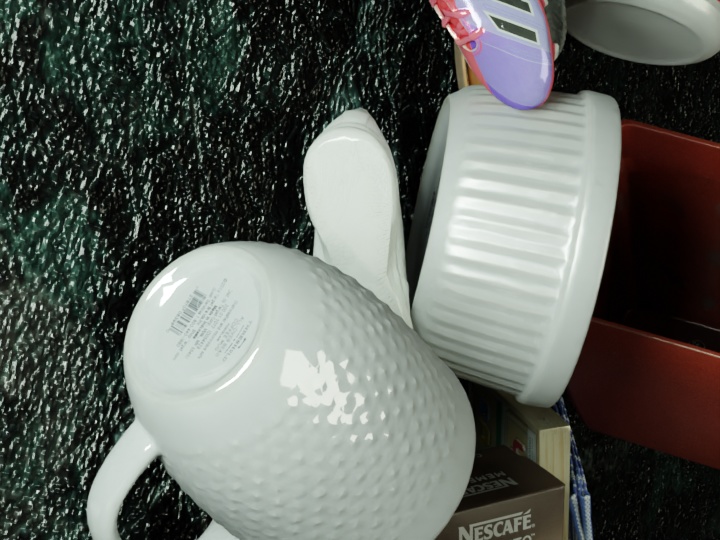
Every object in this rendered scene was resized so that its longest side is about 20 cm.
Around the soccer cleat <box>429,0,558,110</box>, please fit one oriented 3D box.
[{"bbox_3d":[0.051,-0.184,1.120,0.076,0.066,0.202,-20,88,-41],"label":"soccer cleat"}]

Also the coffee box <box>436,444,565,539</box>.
[{"bbox_3d":[0.070,0.233,1.285,0.113,0.080,0.202,-10,111,-26],"label":"coffee box"}]

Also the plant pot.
[{"bbox_3d":[0.253,0.036,1.439,0.177,0.198,0.201,89,23,-49],"label":"plant pot"}]

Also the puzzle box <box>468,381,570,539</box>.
[{"bbox_3d":[0.111,0.180,1.362,0.025,0.133,0.202,-6,108,-17],"label":"puzzle box"}]

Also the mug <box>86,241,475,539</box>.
[{"bbox_3d":[-0.058,0.086,0.996,0.200,0.148,0.175,-46,138,-1],"label":"mug"}]

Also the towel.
[{"bbox_3d":[0.147,0.155,1.417,0.201,0.024,0.146,-99,180,-54],"label":"towel"}]

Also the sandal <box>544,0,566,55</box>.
[{"bbox_3d":[0.100,-0.225,1.170,0.075,0.048,0.202,-19,106,-24],"label":"sandal"}]

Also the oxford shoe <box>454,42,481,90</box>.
[{"bbox_3d":[0.110,-0.195,1.286,0.071,0.071,0.202,7,94,-64],"label":"oxford shoe"}]

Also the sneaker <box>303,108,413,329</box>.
[{"bbox_3d":[0.000,0.000,1.148,0.089,0.074,0.202,-76,170,-68],"label":"sneaker"}]

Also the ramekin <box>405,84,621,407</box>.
[{"bbox_3d":[0.088,-0.022,1.191,0.200,0.104,0.202,-169,-90,-87],"label":"ramekin"}]

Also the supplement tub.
[{"bbox_3d":[0.226,-0.268,1.408,0.140,0.139,0.202,38,66,-60],"label":"supplement tub"}]
